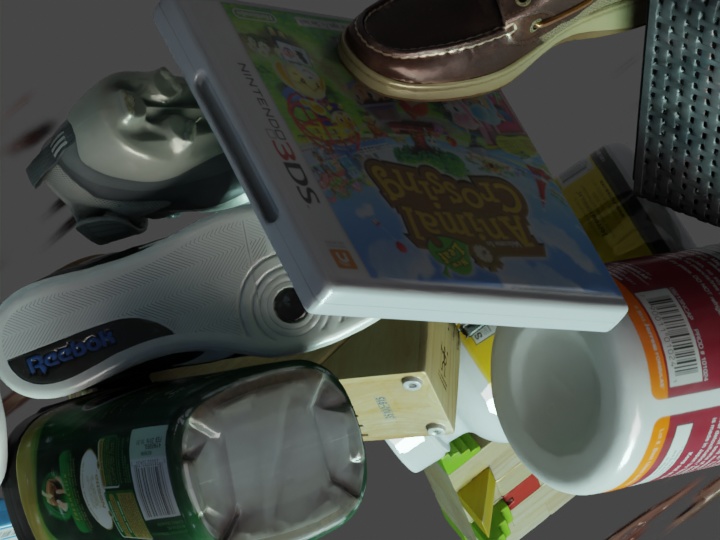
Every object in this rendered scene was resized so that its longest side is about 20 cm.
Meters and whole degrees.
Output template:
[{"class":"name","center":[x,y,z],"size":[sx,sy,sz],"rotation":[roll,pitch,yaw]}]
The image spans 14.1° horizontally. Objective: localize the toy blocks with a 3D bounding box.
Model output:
[{"class":"toy blocks","center":[0.104,0.092,1.749],"size":[0.136,0.100,0.200],"rotation":[-37,153,-7]}]

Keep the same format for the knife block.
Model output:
[{"class":"knife block","center":[0.000,0.000,1.505],"size":[0.199,0.176,0.064],"rotation":[-6,145,15]}]

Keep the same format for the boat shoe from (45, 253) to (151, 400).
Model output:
[{"class":"boat shoe","center":[-0.119,0.067,1.535],"size":[0.071,0.065,0.200],"rotation":[-29,149,0]}]

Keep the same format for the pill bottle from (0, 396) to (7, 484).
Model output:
[{"class":"pill bottle","center":[-0.275,0.089,1.391],"size":[0.199,0.111,0.111],"rotation":[-12,145,-27]}]

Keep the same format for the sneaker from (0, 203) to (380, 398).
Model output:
[{"class":"sneaker","center":[-0.077,0.007,1.391],"size":[0.199,0.074,0.112],"rotation":[-12,-174,2]}]

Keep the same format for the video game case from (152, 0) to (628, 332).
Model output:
[{"class":"video game case","center":[0.016,-0.050,1.361],"size":[0.199,0.183,0.022],"rotation":[5,137,-44]}]

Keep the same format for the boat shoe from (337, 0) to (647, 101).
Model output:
[{"class":"boat shoe","center":[0.078,-0.142,1.397],"size":[0.199,0.072,0.072],"rotation":[-18,141,-26]}]

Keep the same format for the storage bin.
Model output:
[{"class":"storage bin","center":[0.206,-0.120,1.448],"size":[0.136,0.093,0.200],"rotation":[-59,163,-29]}]

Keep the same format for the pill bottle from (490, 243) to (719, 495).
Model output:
[{"class":"pill bottle","center":[0.174,0.045,1.491],"size":[0.199,0.113,0.113],"rotation":[-8,144,-37]}]

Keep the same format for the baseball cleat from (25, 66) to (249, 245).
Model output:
[{"class":"baseball cleat","center":[-0.073,-0.053,1.414],"size":[0.199,0.070,0.106],"rotation":[10,145,-41]}]

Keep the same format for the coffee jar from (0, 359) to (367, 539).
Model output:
[{"class":"coffee jar","center":[-0.090,0.095,1.380],"size":[0.104,0.086,0.200],"rotation":[-16,-177,-32]}]

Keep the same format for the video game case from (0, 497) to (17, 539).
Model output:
[{"class":"video game case","center":[-0.179,0.158,1.616],"size":[0.142,0.018,0.200],"rotation":[-12,160,-27]}]

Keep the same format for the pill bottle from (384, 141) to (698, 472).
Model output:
[{"class":"pill bottle","center":[0.092,0.025,1.605],"size":[0.199,0.112,0.112],"rotation":[-33,149,6]}]
